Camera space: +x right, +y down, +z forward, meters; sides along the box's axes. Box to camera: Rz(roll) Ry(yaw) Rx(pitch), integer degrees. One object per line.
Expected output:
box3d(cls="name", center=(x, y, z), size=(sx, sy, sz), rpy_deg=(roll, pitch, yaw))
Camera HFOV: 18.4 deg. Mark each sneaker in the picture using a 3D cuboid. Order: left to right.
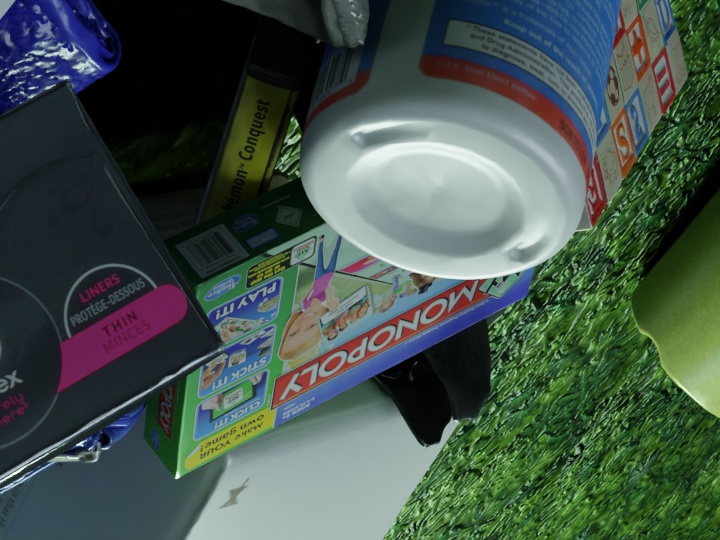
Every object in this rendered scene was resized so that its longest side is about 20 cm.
box3d(cls="sneaker", center=(0.008, -0.018, 1.081), size=(0.060, 0.200, 0.104), rpy_deg=(-36, 175, 38))

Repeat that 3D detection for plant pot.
box3d(cls="plant pot", center=(0.307, 0.007, 1.644), size=(0.184, 0.201, 0.200), rpy_deg=(-44, 158, 25))

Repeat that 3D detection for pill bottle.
box3d(cls="pill bottle", center=(0.048, -0.107, 0.886), size=(0.113, 0.111, 0.201), rpy_deg=(92, 11, -56))

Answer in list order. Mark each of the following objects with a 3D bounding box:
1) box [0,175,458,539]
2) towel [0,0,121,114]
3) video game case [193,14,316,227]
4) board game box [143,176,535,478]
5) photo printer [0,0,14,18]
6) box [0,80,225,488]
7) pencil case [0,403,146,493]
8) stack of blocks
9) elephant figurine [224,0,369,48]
box3d(cls="box", center=(-0.090, 0.086, 1.122), size=(0.198, 0.171, 0.201), rpy_deg=(-12, 139, -50))
box3d(cls="towel", center=(-0.196, -0.064, 0.781), size=(0.199, 0.050, 0.148), rpy_deg=(-31, 137, 8))
box3d(cls="video game case", center=(-0.043, -0.075, 0.993), size=(0.201, 0.025, 0.181), rpy_deg=(-77, -174, -49))
box3d(cls="board game box", center=(0.000, 0.000, 0.956), size=(0.199, 0.029, 0.135), rpy_deg=(-27, 148, -27))
box3d(cls="photo printer", center=(-0.156, -0.152, 0.677), size=(0.200, 0.166, 0.069), rpy_deg=(-49, -171, 7))
box3d(cls="box", center=(-0.143, 0.024, 0.784), size=(0.122, 0.107, 0.200), rpy_deg=(-31, -179, -18))
box3d(cls="pencil case", center=(-0.176, 0.070, 0.983), size=(0.199, 0.087, 0.078), rpy_deg=(-29, 155, 31))
box3d(cls="stack of blocks", center=(0.103, -0.110, 1.114), size=(0.200, 0.058, 0.116), rpy_deg=(-52, 131, -56))
box3d(cls="elephant figurine", center=(-0.035, -0.145, 0.797), size=(0.155, 0.199, 0.142), rpy_deg=(-30, 124, -39))
